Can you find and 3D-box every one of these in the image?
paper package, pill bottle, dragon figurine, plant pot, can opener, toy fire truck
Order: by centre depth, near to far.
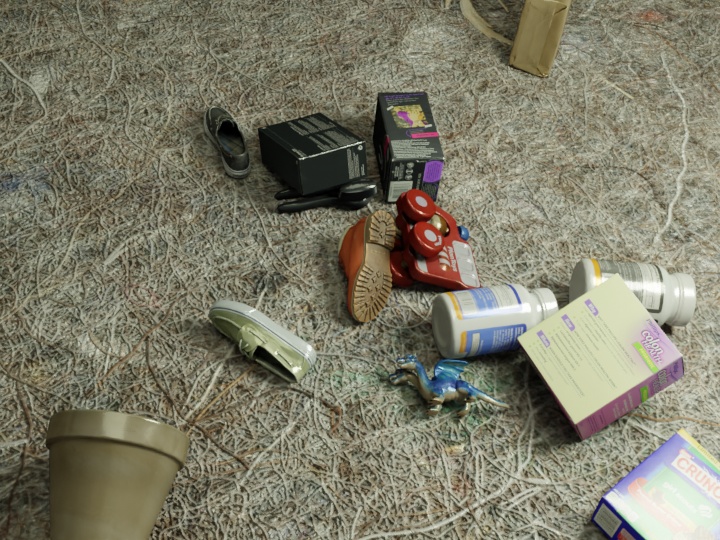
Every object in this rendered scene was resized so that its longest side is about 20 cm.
[{"bbox_3d":[-0.346,0.303,1.303,0.198,0.200,0.175,6,64,-2],"label":"plant pot"},{"bbox_3d":[0.147,0.183,1.545,0.198,0.059,0.100,0,49,-6],"label":"dragon figurine"},{"bbox_3d":[0.230,0.083,1.610,0.198,0.113,0.113,-6,50,-14],"label":"pill bottle"},{"bbox_3d":[0.479,0.044,1.676,0.198,0.117,0.117,5,48,-4],"label":"pill bottle"},{"bbox_3d":[0.132,-0.049,1.729,0.167,0.112,0.201,16,44,-27],"label":"toy fire truck"},{"bbox_3d":[-0.066,-0.147,1.805,0.198,0.079,0.064,-7,57,-1],"label":"can opener"},{"bbox_3d":[0.422,-0.583,2.163,0.103,0.191,0.201,18,48,7],"label":"paper package"}]

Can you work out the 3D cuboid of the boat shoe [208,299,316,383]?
[{"bbox_3d":[-0.168,0.114,1.554,0.199,0.072,0.062,26,48,11],"label":"boat shoe"}]

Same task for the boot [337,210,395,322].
[{"bbox_3d":[0.000,0.000,1.682,0.075,0.107,0.202,25,65,-36],"label":"boot"}]

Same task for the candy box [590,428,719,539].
[{"bbox_3d":[0.478,0.363,1.423,0.199,0.077,0.169,-29,58,-30],"label":"candy box"}]

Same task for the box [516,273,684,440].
[{"bbox_3d":[0.389,0.140,1.536,0.199,0.097,0.176,-34,58,3],"label":"box"}]

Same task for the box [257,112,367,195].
[{"bbox_3d":[-0.094,-0.228,1.815,0.140,0.079,0.200,-16,31,-23],"label":"box"}]

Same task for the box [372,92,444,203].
[{"bbox_3d":[0.090,-0.244,1.867,0.105,0.123,0.201,-2,49,-8],"label":"box"}]

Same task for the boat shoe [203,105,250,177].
[{"bbox_3d":[-0.265,-0.272,1.879,0.069,0.067,0.201,-10,51,-16],"label":"boat shoe"}]
